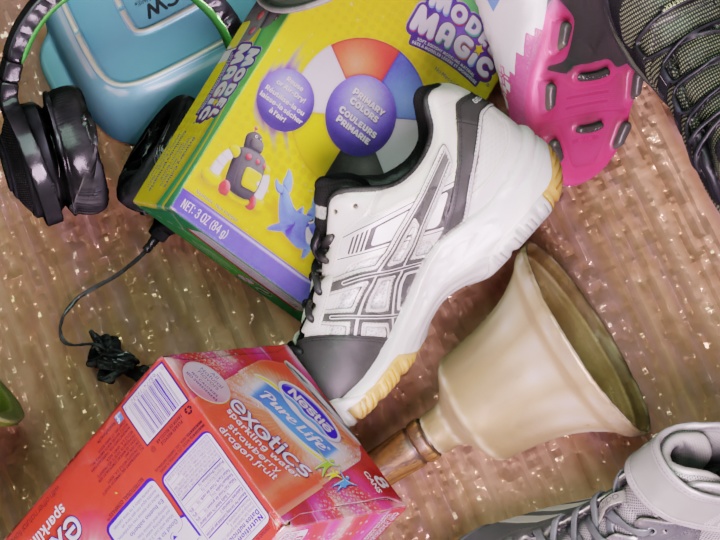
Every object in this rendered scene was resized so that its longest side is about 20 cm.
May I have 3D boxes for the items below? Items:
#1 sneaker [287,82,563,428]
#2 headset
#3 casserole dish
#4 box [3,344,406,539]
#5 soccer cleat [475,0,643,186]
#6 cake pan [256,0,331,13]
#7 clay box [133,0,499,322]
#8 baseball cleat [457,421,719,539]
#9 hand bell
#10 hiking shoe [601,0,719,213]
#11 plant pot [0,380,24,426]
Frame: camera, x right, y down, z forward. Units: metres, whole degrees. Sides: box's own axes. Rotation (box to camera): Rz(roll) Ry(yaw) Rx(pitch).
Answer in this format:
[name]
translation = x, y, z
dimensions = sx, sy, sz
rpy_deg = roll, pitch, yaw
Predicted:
[sneaker]
translation = 0.000, 0.000, 1.375
dimensions = 0.088, 0.076, 0.200
rpy_deg = 41, 89, -11
[headset]
translation = -0.114, -0.049, 1.433
dimensions = 0.123, 0.094, 0.200
rpy_deg = 5, 99, -12
[casserole dish]
translation = -0.074, -0.147, 1.503
dimensions = 0.200, 0.039, 0.121
rpy_deg = -29, 67, 2
[box]
translation = -0.089, 0.135, 1.328
dimensions = 0.200, 0.095, 0.100
rpy_deg = -49, 65, 26
[soccer cleat]
translation = 0.083, -0.141, 1.417
dimensions = 0.070, 0.200, 0.086
rpy_deg = -20, 25, -28
[cake pan]
translation = 0.013, -0.204, 1.371
dimensions = 0.200, 0.037, 0.200
rpy_deg = -37, 26, 21
[clay box]
translation = -0.007, -0.084, 1.426
dimensions = 0.200, 0.115, 0.048
rpy_deg = -59, 27, -10
[baseball cleat]
translation = 0.109, 0.112, 1.332
dimensions = 0.200, 0.106, 0.070
rpy_deg = -18, 54, 0
[hand bell]
translation = 0.024, 0.084, 1.387
dimensions = 0.200, 0.104, 0.104
rpy_deg = -34, 66, 13
[hiking shoe]
translation = 0.173, -0.080, 1.352
dimensions = 0.076, 0.101, 0.200
rpy_deg = -31, 99, 3
[plant pot]
translation = -0.293, 0.090, 1.397
dimensions = 0.200, 0.200, 0.190
rpy_deg = 35, 92, 21
